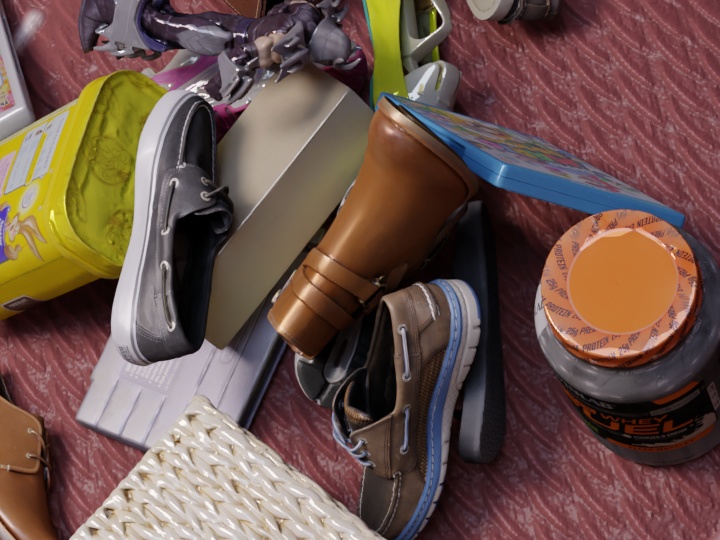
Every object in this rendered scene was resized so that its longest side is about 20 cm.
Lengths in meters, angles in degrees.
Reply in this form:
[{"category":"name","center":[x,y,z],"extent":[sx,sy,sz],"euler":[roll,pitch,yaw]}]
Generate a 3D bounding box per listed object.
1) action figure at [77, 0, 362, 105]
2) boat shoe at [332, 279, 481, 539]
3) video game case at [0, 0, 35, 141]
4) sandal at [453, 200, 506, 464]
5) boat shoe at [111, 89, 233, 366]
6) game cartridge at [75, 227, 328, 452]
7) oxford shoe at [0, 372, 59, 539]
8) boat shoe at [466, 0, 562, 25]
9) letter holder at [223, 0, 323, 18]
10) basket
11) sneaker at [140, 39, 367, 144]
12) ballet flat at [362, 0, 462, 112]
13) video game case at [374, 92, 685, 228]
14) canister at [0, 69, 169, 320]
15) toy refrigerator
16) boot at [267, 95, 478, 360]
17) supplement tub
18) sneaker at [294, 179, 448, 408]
[{"category":"action figure","center":[-0.091,-0.162,1.347],"extent":[0.199,0.130,0.070],"euler":[11,110,18]},{"category":"boat shoe","center":[0.019,0.095,1.293],"extent":[0.072,0.072,0.201],"euler":[47,130,55]},{"category":"video game case","center":[-0.366,-0.134,1.558],"extent":[0.199,0.024,0.182],"euler":[-28,47,4]},{"category":"sandal","center":[0.073,0.047,1.349],"extent":[0.043,0.076,0.201],"euler":[-7,56,12]},{"category":"boat shoe","center":[-0.117,-0.032,1.314],"extent":[0.066,0.070,0.201],"euler":[-3,62,28]},{"category":"game cartridge","center":[-0.116,0.043,1.429],"extent":[0.129,0.038,0.201],"euler":[18,75,27]},{"category":"oxford shoe","center":[-0.253,0.144,1.411],"extent":[0.071,0.071,0.200],"euler":[-33,62,-4]},{"category":"boat shoe","center":[0.102,-0.264,1.470],"extent":[0.059,0.072,0.201],"euler":[5,48,-24]},{"category":"letter holder","center":[-0.095,-0.308,1.488],"extent":[0.100,0.143,0.200],"euler":[-29,58,-30]},{"category":"basket","center":[-0.063,0.218,1.250],"extent":[0.200,0.198,0.161],"euler":[35,80,27]},{"category":"sneaker","center":[-0.093,-0.144,1.471],"extent":[0.199,0.081,0.089],"euler":[-17,66,9]},{"category":"ballet flat","center":[0.041,-0.154,1.436],"extent":[0.067,0.067,0.201],"euler":[-23,59,31]},{"category":"video game case","center":[0.109,-0.073,1.301],"extent":[0.200,0.143,0.018],"euler":[40,113,61]},{"category":"canister","center":[-0.225,-0.048,1.416],"extent":[0.200,0.086,0.149],"euler":[-20,47,45]},{"category":"toy refrigerator","center":[-0.072,-0.048,1.385],"extent":[0.200,0.070,0.076],"euler":[-52,46,-3]},{"category":"boot","center":[-0.001,-0.018,1.234],"extent":[0.155,0.200,0.074],"euler":[-44,70,-7]},{"category":"supplement tub","center":[0.181,0.043,1.242],"extent":[0.122,0.200,0.123],"euler":[-7,67,15]},{"category":"sneaker","center":[0.000,0.000,1.378],"extent":[0.078,0.090,0.201],"euler":[28,82,-8]}]
